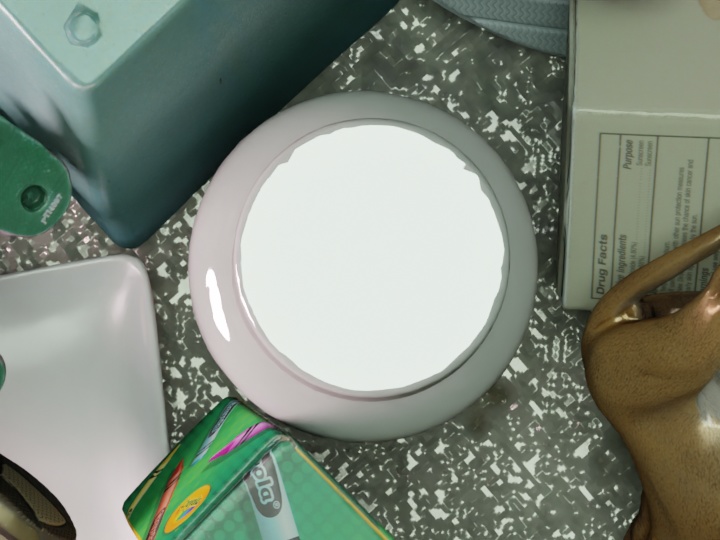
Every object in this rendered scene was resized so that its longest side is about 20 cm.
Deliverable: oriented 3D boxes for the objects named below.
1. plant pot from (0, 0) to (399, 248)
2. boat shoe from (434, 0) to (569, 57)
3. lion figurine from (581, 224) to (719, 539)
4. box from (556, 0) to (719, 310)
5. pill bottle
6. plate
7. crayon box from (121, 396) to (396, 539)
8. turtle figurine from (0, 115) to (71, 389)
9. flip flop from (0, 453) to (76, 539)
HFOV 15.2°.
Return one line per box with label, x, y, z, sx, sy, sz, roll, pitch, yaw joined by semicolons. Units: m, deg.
plant pot;-0.080;-0.110;0.881;0.141;0.200;0.141;-43;88;-2
boat shoe;0.112;-0.114;0.958;0.199;0.072;0.062;10;48;0
lion figurine;0.117;0.063;0.907;0.122;0.072;0.201;-13;104;21
box;0.168;-0.040;0.917;0.199;0.078;0.095;3;133;3
pill bottle;0.000;0.000;0.877;0.110;0.200;0.111;0;88;-2
plate;-0.158;0.105;0.933;0.199;0.032;0.201;-9;69;-2
crayon box;0.015;0.134;0.870;0.058;0.119;0.200;-45;100;-6
turtle figurine;-0.164;-0.034;0.892;0.100;0.200;0.150;-7;115;-29
flip flop;-0.188;0.068;0.895;0.199;0.081;0.058;14;86;10
